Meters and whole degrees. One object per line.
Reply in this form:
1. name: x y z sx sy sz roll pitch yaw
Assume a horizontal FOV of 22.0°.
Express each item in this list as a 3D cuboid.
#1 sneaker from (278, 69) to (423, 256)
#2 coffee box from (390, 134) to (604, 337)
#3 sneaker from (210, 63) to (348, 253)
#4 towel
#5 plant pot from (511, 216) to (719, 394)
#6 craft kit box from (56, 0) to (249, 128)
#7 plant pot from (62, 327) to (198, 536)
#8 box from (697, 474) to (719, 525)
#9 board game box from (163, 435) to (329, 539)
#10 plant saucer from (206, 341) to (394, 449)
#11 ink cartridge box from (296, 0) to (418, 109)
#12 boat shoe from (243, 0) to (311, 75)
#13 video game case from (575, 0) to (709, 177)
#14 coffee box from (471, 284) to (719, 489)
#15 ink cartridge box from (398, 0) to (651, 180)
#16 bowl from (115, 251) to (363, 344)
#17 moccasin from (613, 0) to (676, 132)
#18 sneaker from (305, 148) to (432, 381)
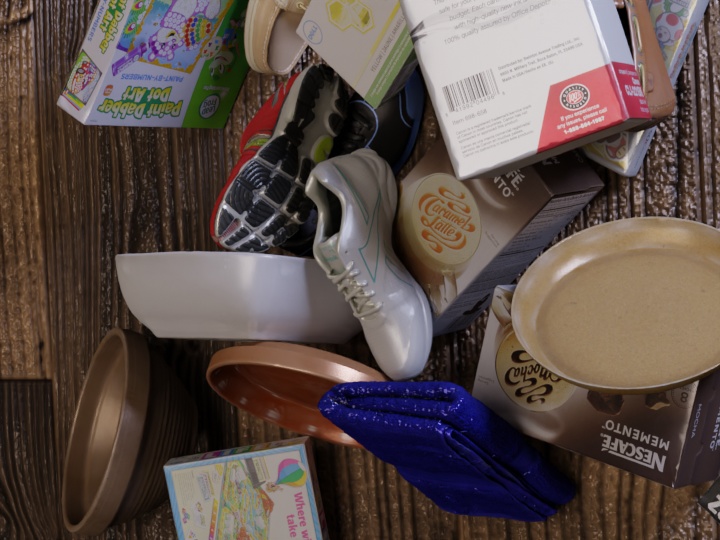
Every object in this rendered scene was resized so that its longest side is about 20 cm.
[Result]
1. sneaker: -0.013 -0.098 1.654 0.070 0.078 0.200 37 112 30
2. coffee box: 0.095 -0.048 1.564 0.114 0.080 0.200 55 128 20
3. sneaker: -0.077 -0.091 1.613 0.085 0.077 0.200 -11 42 50
4. towel: 0.071 0.154 1.537 0.147 0.200 0.050 -4 59 36
5. plant pot: 0.218 0.031 1.447 0.200 0.200 0.028 19 140 34
6. craft kit box: -0.163 -0.225 1.683 0.048 0.200 0.198 38 113 27
7. plant pot: -0.215 0.161 1.780 0.201 0.093 0.201 -166 90 -70
8. box: 0.352 0.192 1.327 0.160 0.200 0.049 48 119 25
9. board game box: -0.095 0.262 1.702 0.134 0.034 0.200 -9 96 8
10. plant saucer: -0.036 0.108 1.619 0.200 0.200 0.032 2 65 36
11. ink cartridge box: -0.018 -0.255 1.573 0.200 0.048 0.146 44 141 9
12. boat shoe: -0.043 -0.263 1.672 0.069 0.074 0.200 34 110 36
13. video game case: 0.180 -0.201 1.544 0.200 0.023 0.182 31 110 31
14. coffee box: 0.199 0.091 1.507 0.200 0.080 0.113 19 102 34
15. ink cartridge box: 0.120 -0.186 1.424 0.144 0.084 0.200 -19 87 23
16. bowl: -0.095 0.026 1.640 0.200 0.200 0.075 -2 85 40
17. moccasin: 0.186 -0.205 1.477 0.074 0.078 0.202 -20 80 33
18. sneaker: 0.000 0.000 1.551 0.070 0.080 0.201 -19 86 42
